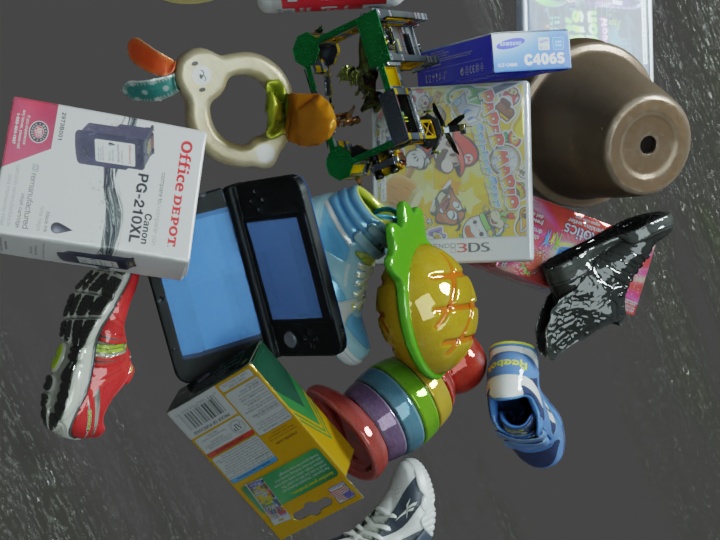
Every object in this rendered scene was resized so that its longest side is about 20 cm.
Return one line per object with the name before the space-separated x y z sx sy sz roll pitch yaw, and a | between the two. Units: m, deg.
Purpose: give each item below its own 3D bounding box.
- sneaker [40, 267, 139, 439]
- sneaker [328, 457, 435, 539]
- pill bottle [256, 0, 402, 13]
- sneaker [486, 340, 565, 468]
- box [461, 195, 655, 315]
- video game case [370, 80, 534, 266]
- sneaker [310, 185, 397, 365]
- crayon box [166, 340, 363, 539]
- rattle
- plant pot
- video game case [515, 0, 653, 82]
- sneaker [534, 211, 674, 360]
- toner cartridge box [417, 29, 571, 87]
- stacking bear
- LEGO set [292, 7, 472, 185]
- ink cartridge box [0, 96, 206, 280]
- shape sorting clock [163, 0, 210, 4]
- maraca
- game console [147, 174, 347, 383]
sneaker | -0.274 0.082 1.453 0.085 0.077 0.201 23 86 -41
sneaker | 0.004 0.309 1.560 0.129 0.079 0.200 11 100 -30
pill bottle | -0.012 -0.333 1.448 0.199 0.112 0.113 -3 95 1
sneaker | 0.188 0.174 1.593 0.074 0.083 0.201 -10 131 20
box | 0.232 -0.021 1.615 0.199 0.100 0.096 19 87 -22
video game case | 0.102 -0.108 1.538 0.181 0.023 0.201 -2 87 13
sneaker | 0.000 0.000 1.514 0.130 0.080 0.201 -20 103 12
crayon box | -0.098 0.187 1.493 0.125 0.052 0.200 -31 108 26
rattle | -0.145 -0.181 1.441 0.200 0.143 0.130 32 101 -26
plant pot | 0.287 -0.158 1.571 0.199 0.175 0.202 -6 107 -21
video game case | 0.272 -0.302 1.651 0.181 0.023 0.201 -4 95 -21
sneaker | 0.279 0.016 1.553 0.199 0.060 0.105 -25 102 -12
toner cartridge box | 0.142 -0.232 1.512 0.094 0.200 0.043 -7 95 -21
stacking bear | 0.058 0.138 1.557 0.200 0.114 0.122 -34 117 -23
LEGO set | 0.025 -0.196 1.510 0.116 0.153 0.201 -9 73 -53
ink cartridge box | -0.264 -0.081 1.393 0.199 0.084 0.146 9 75 -11
shape sorting clock | -0.188 -0.386 1.458 0.199 0.039 0.201 -3 98 -24
maraca | 0.066 0.024 1.473 0.106 0.137 0.201 -8 120 22
game console | -0.128 0.013 1.468 0.118 0.170 0.201 -24 103 -42
